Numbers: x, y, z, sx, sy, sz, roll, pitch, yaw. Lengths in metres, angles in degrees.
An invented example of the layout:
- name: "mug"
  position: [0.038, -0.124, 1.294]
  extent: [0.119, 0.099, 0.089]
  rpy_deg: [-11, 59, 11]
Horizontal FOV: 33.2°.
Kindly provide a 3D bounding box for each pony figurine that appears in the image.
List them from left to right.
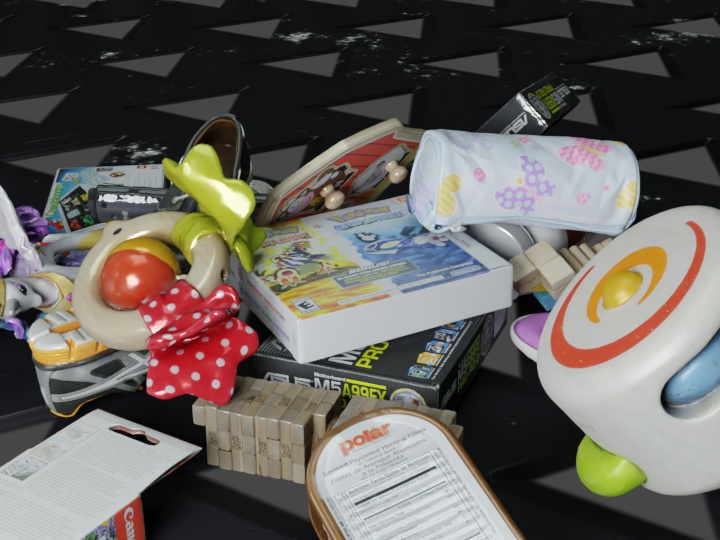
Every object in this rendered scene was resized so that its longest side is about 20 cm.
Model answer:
- name: "pony figurine"
  position: [-0.294, -0.001, 1.086]
  extent: [0.193, 0.168, 0.199]
  rpy_deg: [26, 20, 38]

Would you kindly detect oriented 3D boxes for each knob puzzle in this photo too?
- name: "knob puzzle"
  position: [-0.025, -0.064, 1.133]
  extent: [0.219, 0.220, 0.031]
  rpy_deg: [-25, 71, -40]

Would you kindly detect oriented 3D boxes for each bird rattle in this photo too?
- name: "bird rattle"
  position: [-0.148, 0.014, 0.941]
  extent: [0.162, 0.113, 0.201]
  rpy_deg: [-5, 58, 21]

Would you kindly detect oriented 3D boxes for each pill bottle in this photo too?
- name: "pill bottle"
  position: [0.162, -0.044, 1.174]
  extent: [0.112, 0.113, 0.200]
  rpy_deg: [13, 30, 27]

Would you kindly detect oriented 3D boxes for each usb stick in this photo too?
- name: "usb stick"
  position: [-0.159, -0.059, 1.158]
  extent: [0.199, 0.033, 0.055]
  rpy_deg: [3, -15, -5]

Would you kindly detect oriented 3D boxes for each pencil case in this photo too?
- name: "pencil case"
  position: [0.143, -0.075, 1.053]
  extent: [0.199, 0.083, 0.091]
  rpy_deg: [0, 49, -16]

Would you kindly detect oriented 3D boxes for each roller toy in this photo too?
- name: "roller toy"
  position: [0.224, 0.050, 0.862]
  extent: [0.182, 0.140, 0.201]
  rpy_deg: [-29, 25, 45]

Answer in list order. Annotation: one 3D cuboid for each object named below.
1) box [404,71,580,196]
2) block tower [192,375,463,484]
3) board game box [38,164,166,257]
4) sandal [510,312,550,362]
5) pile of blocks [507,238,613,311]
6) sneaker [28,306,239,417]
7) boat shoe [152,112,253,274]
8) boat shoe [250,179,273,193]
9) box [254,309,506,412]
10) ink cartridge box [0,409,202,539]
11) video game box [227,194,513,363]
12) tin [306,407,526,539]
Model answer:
- name: "box"
  position: [0.121, -0.110, 1.218]
  extent: [0.044, 0.200, 0.160]
  rpy_deg: [49, 26, 1]
- name: "block tower"
  position: [-0.023, 0.126, 0.898]
  extent: [0.199, 0.058, 0.054]
  rpy_deg: [10, 28, 17]
- name: "board game box"
  position: [-0.278, -0.065, 1.322]
  extent: [0.125, 0.035, 0.200]
  rpy_deg: [-3, 26, -6]
- name: "sandal"
  position: [0.219, 0.062, 1.022]
  extent: [0.202, 0.050, 0.082]
  rpy_deg: [21, 33, 38]
- name: "pile of blocks"
  position: [0.216, 0.018, 1.087]
  extent: [0.199, 0.082, 0.062]
  rpy_deg: [-4, 42, -31]
- name: "sneaker"
  position: [-0.189, 0.062, 1.018]
  extent: [0.199, 0.078, 0.078]
  rpy_deg: [-15, 30, -40]
- name: "boat shoe"
  position: [-0.151, -0.062, 1.081]
  extent: [0.071, 0.068, 0.201]
  rpy_deg: [16, 47, 6]
- name: "boat shoe"
  position: [-0.120, -0.066, 1.286]
  extent: [0.065, 0.072, 0.200]
  rpy_deg: [-24, 25, -31]
- name: "box"
  position: [0.023, 0.056, 1.032]
  extent: [0.159, 0.045, 0.200]
  rpy_deg: [10, 28, 21]
- name: "ink cartridge box"
  position: [-0.209, 0.171, 0.818]
  extent: [0.108, 0.051, 0.200]
  rpy_deg: [15, 29, 30]
- name: "video game box"
  position: [0.000, 0.000, 1.031]
  extent: [0.199, 0.047, 0.182]
  rpy_deg: [-14, 26, -24]
- name: "tin"
  position: [0.038, 0.167, 0.769]
  extent: [0.111, 0.042, 0.200]
  rpy_deg: [-19, 44, -17]
